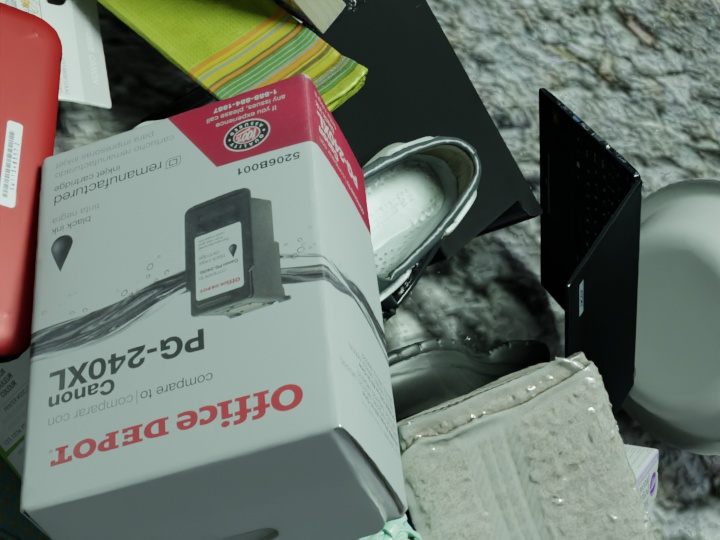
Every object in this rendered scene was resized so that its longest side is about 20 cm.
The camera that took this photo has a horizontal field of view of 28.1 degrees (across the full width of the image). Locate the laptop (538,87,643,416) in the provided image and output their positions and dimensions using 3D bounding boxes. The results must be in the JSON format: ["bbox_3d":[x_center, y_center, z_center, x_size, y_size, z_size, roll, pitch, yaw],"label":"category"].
[{"bbox_3d":[0.132,0.009,0.969,0.102,0.178,0.200,-18,40,-16],"label":"laptop"}]

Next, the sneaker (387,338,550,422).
[{"bbox_3d":[0.061,0.094,0.936,0.199,0.076,0.092,0,70,-39],"label":"sneaker"}]

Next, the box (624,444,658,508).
[{"bbox_3d":[0.152,0.168,0.950,0.200,0.041,0.039,-31,123,-60],"label":"box"}]

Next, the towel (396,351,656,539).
[{"bbox_3d":[0.104,0.157,0.830,0.034,0.132,0.201,-118,-174,-78],"label":"towel"}]

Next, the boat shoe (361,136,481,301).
[{"bbox_3d":[-0.012,-0.012,0.781,0.076,0.060,0.200,48,60,-4],"label":"boat shoe"}]

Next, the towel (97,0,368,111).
[{"bbox_3d":[-0.095,-0.156,0.873,0.200,0.018,0.086,39,52,12],"label":"towel"}]

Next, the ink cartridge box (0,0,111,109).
[{"bbox_3d":[-0.247,-0.184,0.859,0.175,0.045,0.202,8,60,-37],"label":"ink cartridge box"}]

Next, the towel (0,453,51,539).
[{"bbox_3d":[-0.136,0.168,0.752,0.199,0.022,0.147,35,46,-21],"label":"towel"}]

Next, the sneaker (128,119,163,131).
[{"bbox_3d":[-0.073,-0.012,0.885,0.076,0.080,0.201,-49,120,-31],"label":"sneaker"}]

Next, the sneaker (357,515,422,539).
[{"bbox_3d":[0.019,0.132,0.762,0.074,0.117,0.202,-36,126,-48],"label":"sneaker"}]

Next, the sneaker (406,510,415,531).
[{"bbox_3d":[0.024,0.134,0.883,0.200,0.070,0.078,47,40,-18],"label":"sneaker"}]

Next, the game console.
[{"bbox_3d":[-0.251,-0.041,0.704,0.171,0.119,0.202,17,54,-29],"label":"game console"}]

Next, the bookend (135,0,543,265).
[{"bbox_3d":[-0.008,-0.068,0.962,0.198,0.092,0.201,-39,103,-36],"label":"bookend"}]

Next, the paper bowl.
[{"bbox_3d":[0.253,0.033,1.043,0.104,0.200,0.202,-5,68,-44],"label":"paper bowl"}]

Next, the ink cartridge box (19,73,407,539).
[{"bbox_3d":[-0.068,0.026,0.652,0.084,0.144,0.201,61,17,-49],"label":"ink cartridge box"}]

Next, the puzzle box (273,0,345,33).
[{"bbox_3d":[-0.106,-0.228,0.906,0.200,0.025,0.133,37,-3,43],"label":"puzzle box"}]

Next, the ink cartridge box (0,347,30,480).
[{"bbox_3d":[-0.172,-0.004,0.769,0.200,0.076,0.148,52,34,0],"label":"ink cartridge box"}]

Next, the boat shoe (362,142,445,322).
[{"bbox_3d":[0.001,0.002,0.855,0.199,0.066,0.075,-47,125,-29],"label":"boat shoe"}]
